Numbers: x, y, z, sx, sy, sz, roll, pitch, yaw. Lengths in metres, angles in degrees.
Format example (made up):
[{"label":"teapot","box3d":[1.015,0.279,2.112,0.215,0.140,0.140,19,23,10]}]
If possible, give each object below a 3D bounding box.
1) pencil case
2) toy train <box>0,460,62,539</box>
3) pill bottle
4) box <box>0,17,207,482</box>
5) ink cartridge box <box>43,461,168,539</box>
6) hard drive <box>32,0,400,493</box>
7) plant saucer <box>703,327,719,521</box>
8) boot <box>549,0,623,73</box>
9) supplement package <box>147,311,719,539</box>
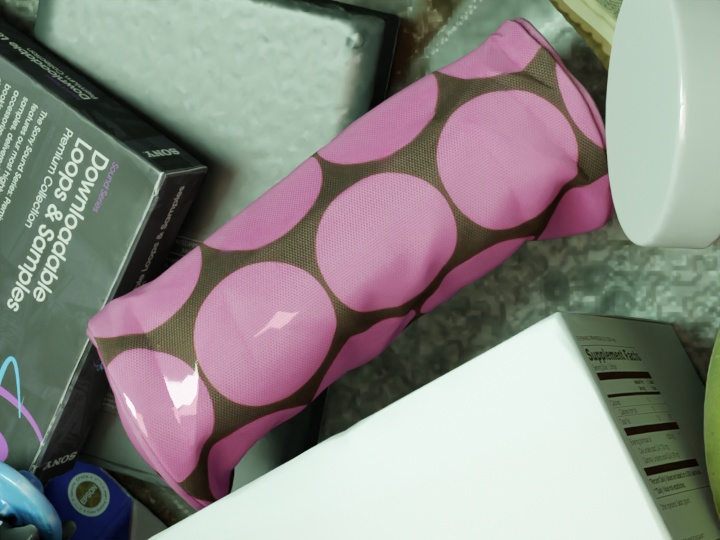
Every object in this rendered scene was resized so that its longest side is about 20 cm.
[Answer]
[{"label":"pencil case","box3d":[0.000,0.000,0.745,0.200,0.094,0.091,-34,46,-2]},{"label":"toy train","box3d":[-0.179,0.117,0.815,0.199,0.087,0.115,16,140,33]},{"label":"pill bottle","box3d":[0.182,-0.048,0.644,0.199,0.112,0.113,0,102,-7]},{"label":"box","box3d":[-0.165,-0.031,0.819,0.200,0.036,0.143,37,115,22]},{"label":"ink cartridge box","box3d":[-0.075,0.174,0.861,0.200,0.037,0.095,43,110,7]},{"label":"hard drive","box3d":[-0.071,-0.017,0.821,0.139,0.033,0.201,15,105,14]},{"label":"plant saucer","box3d":[0.213,0.055,0.689,0.199,0.031,0.201,2,71,-6]},{"label":"boot","box3d":[0.133,-0.135,0.714,0.155,0.072,0.200,-37,96,21]},{"label":"supplement package","box3d":[0.056,0.147,0.732,0.191,0.147,0.201,-30,76,19]}]
